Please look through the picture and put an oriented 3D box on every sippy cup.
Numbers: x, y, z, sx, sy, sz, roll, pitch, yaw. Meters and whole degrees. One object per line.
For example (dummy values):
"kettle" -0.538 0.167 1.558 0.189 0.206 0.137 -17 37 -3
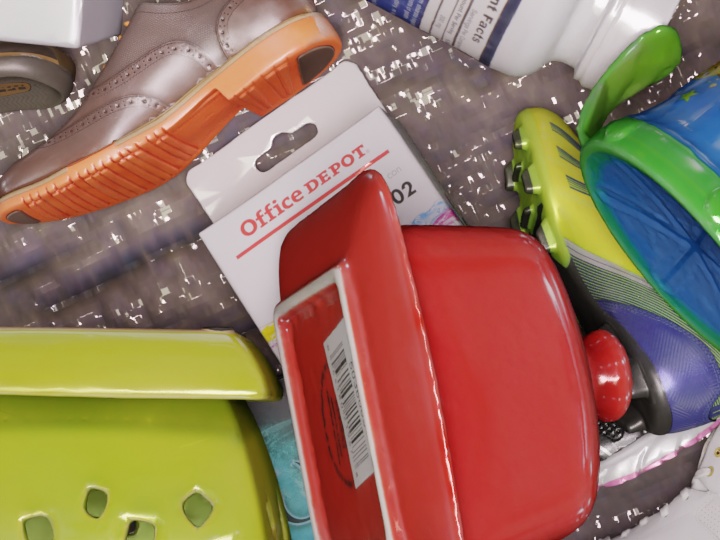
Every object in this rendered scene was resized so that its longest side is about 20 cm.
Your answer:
"sippy cup" 0.189 -0.046 1.106 0.130 0.140 0.178 -40 88 -10

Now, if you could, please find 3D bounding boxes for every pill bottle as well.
"pill bottle" 0.061 -0.165 1.208 0.199 0.111 0.111 28 100 2

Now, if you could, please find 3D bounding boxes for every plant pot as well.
"plant pot" -0.127 0.119 1.193 0.197 0.200 0.183 1 87 1

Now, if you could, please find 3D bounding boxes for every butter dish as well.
"butter dish" 0.053 0.058 1.121 0.147 0.199 0.201 -9 83 -16

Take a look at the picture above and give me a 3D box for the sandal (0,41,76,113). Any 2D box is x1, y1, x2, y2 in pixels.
"sandal" -0.243 -0.073 1.272 0.199 0.082 0.055 -9 77 1

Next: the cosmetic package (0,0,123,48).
"cosmetic package" -0.226 -0.160 1.247 0.199 0.101 0.072 6 99 6

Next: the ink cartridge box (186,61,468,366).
"ink cartridge box" 0.000 0.000 1.240 0.115 0.068 0.201 -35 82 6

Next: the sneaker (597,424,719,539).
"sneaker" 0.169 0.136 1.266 0.199 0.074 0.116 -4 64 29

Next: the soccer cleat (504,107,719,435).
"soccer cleat" 0.133 -0.004 1.217 0.083 0.065 0.201 -17 54 -12

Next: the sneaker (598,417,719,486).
"sneaker" 0.165 0.037 1.251 0.199 0.080 0.087 -33 87 -1

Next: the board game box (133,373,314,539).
"board game box" -0.020 0.117 1.299 0.199 0.028 0.136 -24 95 9

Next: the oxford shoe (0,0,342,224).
"oxford shoe" -0.109 -0.092 1.268 0.199 0.071 0.073 -31 76 4
